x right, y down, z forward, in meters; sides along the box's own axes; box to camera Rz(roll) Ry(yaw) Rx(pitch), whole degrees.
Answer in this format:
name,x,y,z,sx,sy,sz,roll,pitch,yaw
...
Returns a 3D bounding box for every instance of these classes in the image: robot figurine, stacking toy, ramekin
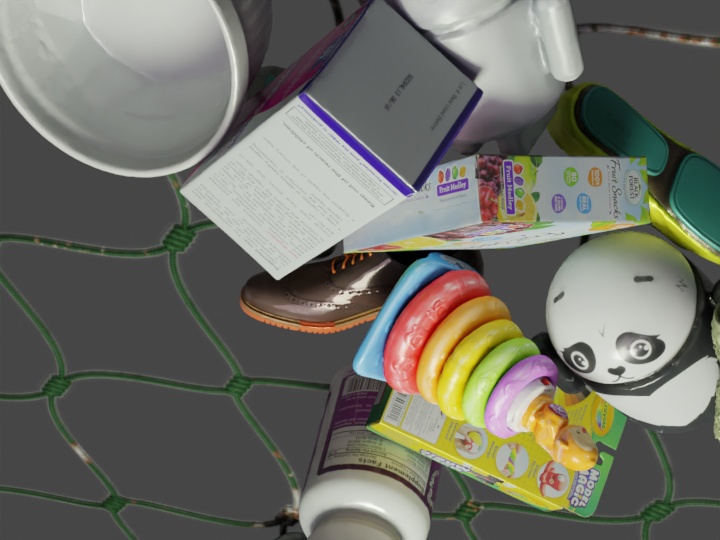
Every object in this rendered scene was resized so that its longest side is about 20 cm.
name,x,y,z,sx,sy,sz,roll,pitch,yaw
robot figurine,0.223,0.052,1.495,0.151,0.125,0.200,-51,139,1
stacking toy,0.103,0.083,1.457,0.116,0.200,0.110,18,107,-55
robot figurine,0.074,-0.169,1.343,0.169,0.113,0.201,7,139,32
ramekin,-0.156,-0.177,1.378,0.199,0.105,0.201,12,127,17

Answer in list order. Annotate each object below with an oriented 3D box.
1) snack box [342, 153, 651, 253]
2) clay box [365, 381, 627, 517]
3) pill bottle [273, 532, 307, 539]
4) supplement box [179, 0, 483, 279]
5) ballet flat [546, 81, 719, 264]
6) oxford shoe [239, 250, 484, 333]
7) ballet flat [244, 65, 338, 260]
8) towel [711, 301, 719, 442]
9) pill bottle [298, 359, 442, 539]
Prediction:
name,x,y,z,sx,sy,sz,roll,pitch,yaw
snack box,0.092,-0.046,1.404,0.141,0.053,0.200,-3,177,-28
clay box,0.116,0.117,1.614,0.199,0.116,0.048,26,163,-12
pill bottle,-0.110,0.332,1.894,0.112,0.112,0.200,34,132,-19
supplement box,-0.024,-0.086,1.339,0.103,0.101,0.200,41,147,-11
ballet flat,0.216,-0.068,1.453,0.200,0.067,0.067,37,153,-18
oxford shoe,0.000,0.000,1.564,0.198,0.071,0.073,-6,129,1
ballet flat,-0.060,-0.066,1.516,0.067,0.064,0.201,1,135,12
towel,0.344,0.042,1.464,0.199,0.036,0.149,-27,134,-18
pill bottle,0.010,0.177,1.643,0.111,0.201,0.113,8,136,8
